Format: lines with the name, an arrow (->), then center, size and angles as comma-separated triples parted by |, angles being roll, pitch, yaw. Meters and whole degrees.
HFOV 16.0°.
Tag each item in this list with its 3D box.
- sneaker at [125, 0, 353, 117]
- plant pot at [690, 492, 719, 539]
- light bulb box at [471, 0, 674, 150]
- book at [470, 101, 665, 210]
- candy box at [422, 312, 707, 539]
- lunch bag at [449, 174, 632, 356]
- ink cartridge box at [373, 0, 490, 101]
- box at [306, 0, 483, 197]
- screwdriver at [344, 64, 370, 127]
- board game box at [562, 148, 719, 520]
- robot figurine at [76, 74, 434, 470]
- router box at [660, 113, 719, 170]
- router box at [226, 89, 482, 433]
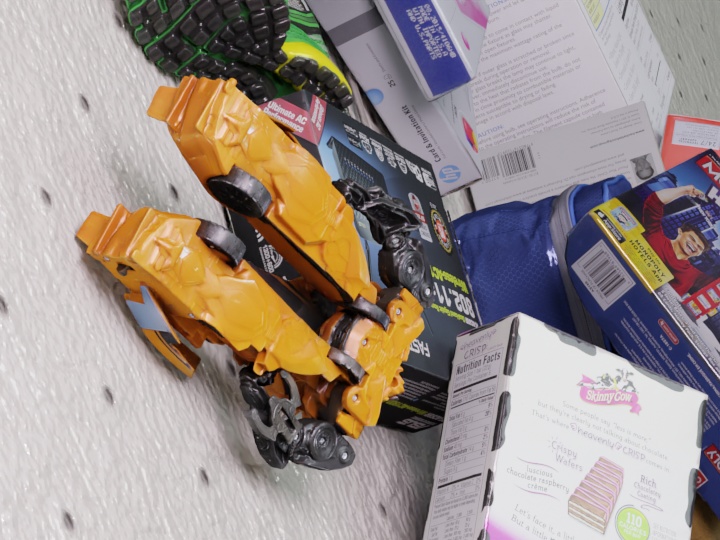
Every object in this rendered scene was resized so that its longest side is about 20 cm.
sneaker -> -0.074, -0.140, 1.349 | 0.085, 0.078, 0.200 | 67, 8, 31
plant pot -> 0.224, 0.144, 1.499 | 0.200, 0.027, 0.201 | 26, 51, -37
light bulb box -> 0.130, -0.173, 1.879 | 0.201, 0.124, 0.198 | 62, 19, -15
book -> 0.156, -0.005, 1.737 | 0.048, 0.133, 0.201 | 61, 15, -65
candy box -> 0.103, 0.140, 1.346 | 0.136, 0.061, 0.201 | 24, 64, -28
lunch bag -> 0.135, 0.016, 1.610 | 0.200, 0.132, 0.136 | -30, 106, -78
ink cartridge box -> 0.022, -0.229, 1.630 | 0.197, 0.043, 0.200 | 60, 17, -18
box -> 0.014, -0.167, 1.664 | 0.200, 0.041, 0.156 | 54, 19, -35
screwdriver -> 0.021, -0.044, 1.572 | 0.029, 0.028, 0.201 | 11, 51, -34
board game box -> 0.225, 0.034, 1.500 | 0.200, 0.062, 0.200 | 54, 38, 10
robot figurine -> -0.040, 0.004, 1.205 | 0.200, 0.058, 0.145 | 47, 64, -43
router box -> 0.230, 0.007, 1.871 | 0.200, 0.049, 0.180 | 75, 25, -71
router box -> 0.000, 0.000, 1.391 | 0.200, 0.062, 0.150 | 22, 50, -66
